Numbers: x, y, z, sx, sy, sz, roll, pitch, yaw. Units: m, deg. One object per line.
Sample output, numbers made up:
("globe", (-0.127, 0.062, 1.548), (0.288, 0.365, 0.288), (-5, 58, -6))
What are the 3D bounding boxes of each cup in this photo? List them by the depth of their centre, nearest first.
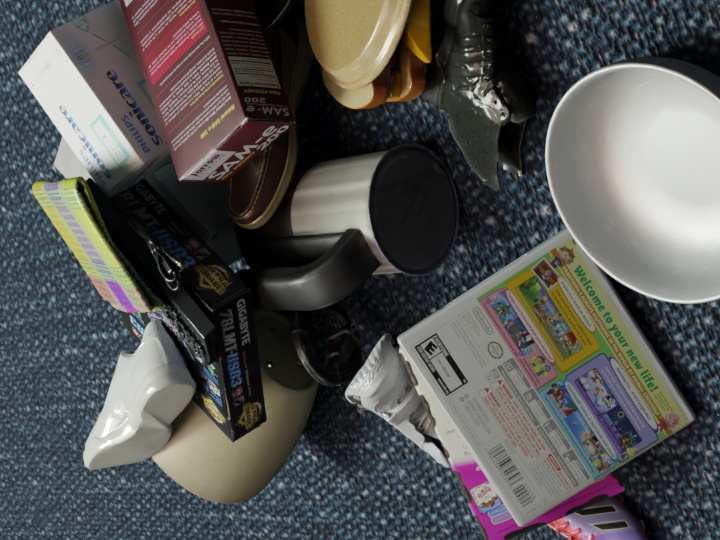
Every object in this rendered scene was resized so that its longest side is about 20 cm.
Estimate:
("cup", (-0.125, 0.121, 1.642), (0.143, 0.200, 0.201), (-39, 87, 31))

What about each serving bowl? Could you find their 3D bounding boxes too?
("serving bowl", (0.243, -0.077, 1.210), (0.199, 0.066, 0.201), (26, 133, 31))

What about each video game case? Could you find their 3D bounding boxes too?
("video game case", (0.160, 0.092, 1.353), (0.181, 0.022, 0.201), (-33, 96, 8))

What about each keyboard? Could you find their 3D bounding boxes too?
("keyboard", (-0.192, -0.007, 1.401), (0.200, 0.021, 0.127), (47, 157, 23))

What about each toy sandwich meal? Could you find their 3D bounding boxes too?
("toy sandwich meal", (0.018, -0.234, 1.308), (0.205, 0.070, 0.207), (-15, 73, 62))

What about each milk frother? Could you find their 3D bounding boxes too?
("milk frother", (0.000, 0.000, 1.457), (0.187, 0.181, 0.200), (-4, 144, 47))

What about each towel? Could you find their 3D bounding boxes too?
("towel", (-0.244, -0.025, 1.440), (0.144, 0.023, 0.200), (59, 164, -12))

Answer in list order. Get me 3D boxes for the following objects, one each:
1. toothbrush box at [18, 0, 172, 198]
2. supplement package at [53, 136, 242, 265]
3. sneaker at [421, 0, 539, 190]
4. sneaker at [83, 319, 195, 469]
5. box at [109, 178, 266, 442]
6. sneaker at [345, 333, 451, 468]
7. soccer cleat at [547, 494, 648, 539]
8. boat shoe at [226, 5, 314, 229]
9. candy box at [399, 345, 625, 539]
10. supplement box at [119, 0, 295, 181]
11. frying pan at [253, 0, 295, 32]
("toothbrush box", (-0.192, -0.181, 1.467), (0.147, 0.200, 0.085), (55, 141, 0))
("supplement package", (-0.193, -0.098, 1.588), (0.200, 0.121, 0.120), (45, 140, 12))
("sneaker", (0.111, -0.163, 1.291), (0.104, 0.060, 0.200), (41, 144, 17))
("sneaker", (-0.221, 0.123, 1.541), (0.200, 0.075, 0.089), (-48, 54, 43))
("box", (-0.169, 0.035, 1.493), (0.200, 0.050, 0.199), (43, 153, 34))
("sneaker", (0.056, 0.124, 1.487), (0.115, 0.075, 0.200), (33, 176, 11))
("soccer cleat", (0.181, 0.217, 1.470), (0.200, 0.076, 0.067), (42, 139, 16))
("boat shoe", (-0.097, -0.141, 1.422), (0.072, 0.072, 0.201), (13, 88, 46))
("candy box", (0.135, 0.126, 1.401), (0.136, 0.061, 0.201), (-23, 98, 7))
("supplement box", (-0.137, -0.190, 1.367), (0.109, 0.061, 0.201), (-35, 67, 41))
("frying pan", (-0.114, -0.273, 1.413), (0.190, 0.031, 0.116), (30, 100, 43))
